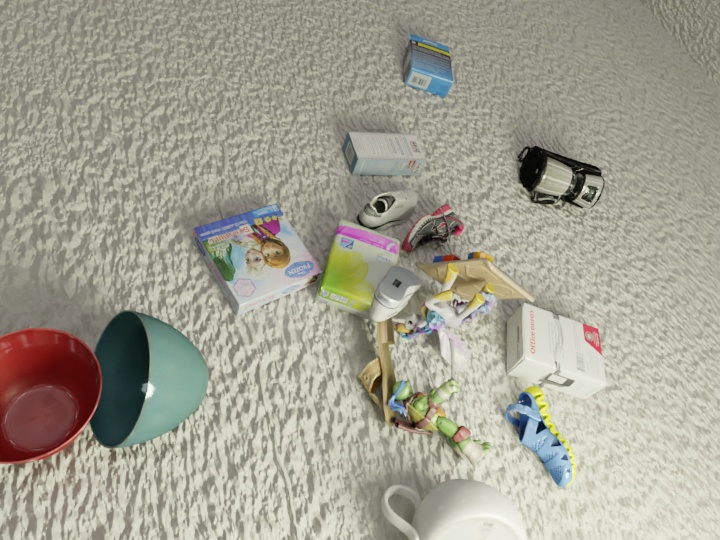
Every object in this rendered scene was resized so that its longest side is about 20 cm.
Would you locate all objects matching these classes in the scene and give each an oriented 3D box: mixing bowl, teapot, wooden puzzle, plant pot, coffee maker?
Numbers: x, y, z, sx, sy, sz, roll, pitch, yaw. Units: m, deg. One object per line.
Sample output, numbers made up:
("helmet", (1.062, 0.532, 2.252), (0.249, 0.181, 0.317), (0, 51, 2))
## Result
("mixing bowl", (-0.483, 0.200, 0.834), (0.197, 0.109, 0.202), (8, 53, -11))
("teapot", (0.162, 0.416, 0.923), (0.202, 0.196, 0.146), (60, 3, -19))
("wooden puzzle", (0.242, 0.011, 1.184), (0.184, 0.198, 0.047), (32, 70, -38))
("plant pot", (-0.323, 0.173, 0.891), (0.134, 0.199, 0.202), (16, 45, -47))
("coffee maker", (0.569, -0.275, 1.601), (0.197, 0.135, 0.194), (16, 50, -11))

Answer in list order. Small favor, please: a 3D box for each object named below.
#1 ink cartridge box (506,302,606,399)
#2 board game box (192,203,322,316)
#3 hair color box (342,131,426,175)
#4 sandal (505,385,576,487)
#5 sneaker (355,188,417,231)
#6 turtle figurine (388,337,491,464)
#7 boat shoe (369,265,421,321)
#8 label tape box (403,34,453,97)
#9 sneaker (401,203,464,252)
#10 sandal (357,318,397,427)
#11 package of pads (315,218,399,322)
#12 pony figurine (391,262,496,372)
("ink cartridge box", (0.425, 0.177, 1.243), (0.197, 0.084, 0.147), (19, 51, -8))
("board game box", (-0.212, -0.030, 1.161), (0.198, 0.041, 0.200), (-23, 67, -33))
("hair color box", (0.062, -0.302, 1.461), (0.197, 0.061, 0.100), (-4, 58, -24))
("sandal", (0.349, 0.330, 1.112), (0.086, 0.080, 0.202), (-6, 50, -21))
("sneaker", (0.077, -0.156, 1.348), (0.076, 0.081, 0.199), (45, 50, 16))
("turtle figurine", (0.167, 0.245, 1.046), (0.194, 0.144, 0.200), (47, 45, 3))
("boat shoe", (0.063, 0.045, 1.117), (0.073, 0.066, 0.200), (35, 23, 13))
("label tape box", (0.210, -0.647, 1.772), (0.141, 0.066, 0.202), (13, 49, -14))
("sneaker", (0.175, -0.093, 1.342), (0.199, 0.081, 0.075), (-32, 73, -37))
("sandal", (0.028, 0.192, 1.088), (0.069, 0.078, 0.215), (-7, 71, 18))
("package of pads", (0.000, 0.000, 1.208), (0.152, 0.068, 0.202), (20, 54, -8))
("pony figurine", (0.183, 0.094, 1.160), (0.191, 0.200, 0.168), (25, 41, -23))
